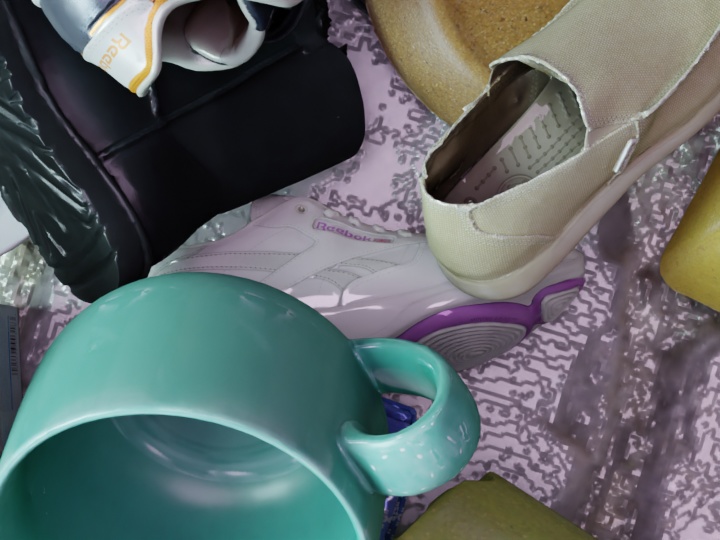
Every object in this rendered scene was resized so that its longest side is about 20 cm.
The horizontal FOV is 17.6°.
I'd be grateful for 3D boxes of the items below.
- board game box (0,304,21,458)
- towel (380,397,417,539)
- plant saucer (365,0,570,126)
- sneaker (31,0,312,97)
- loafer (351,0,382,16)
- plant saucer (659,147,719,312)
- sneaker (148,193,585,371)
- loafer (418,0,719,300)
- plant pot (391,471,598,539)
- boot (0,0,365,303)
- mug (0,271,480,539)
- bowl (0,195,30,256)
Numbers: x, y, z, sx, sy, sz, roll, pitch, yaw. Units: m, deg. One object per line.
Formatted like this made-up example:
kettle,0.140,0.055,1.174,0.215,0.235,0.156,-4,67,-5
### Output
board game box,-0.191,0.087,0.976,0.064,0.200,0.148,-5,86,3
towel,-0.065,0.138,1.055,0.145,0.024,0.200,18,88,5
plant saucer,0.100,-0.141,1.025,0.200,0.035,0.200,-1,105,-3
sneaker,-0.043,-0.134,0.960,0.200,0.078,0.079,-33,82,-31
loafer,-0.005,-0.212,1.052,0.072,0.063,0.200,-14,86,1
plant saucer,0.258,-0.045,1.007,0.200,0.048,0.200,27,84,18
sneaker,0.000,0.000,1.034,0.200,0.075,0.100,-10,64,-7
loafer,0.098,-0.076,0.965,0.076,0.068,0.200,36,88,33
plant pot,0.080,0.190,0.974,0.184,0.200,0.200,39,89,16
boot,-0.101,-0.104,1.005,0.168,0.076,0.200,-36,96,-38
mug,-0.049,0.078,0.942,0.185,0.114,0.152,9,127,1
bowl,-0.218,-0.094,1.025,0.201,0.090,0.201,3,85,-33
